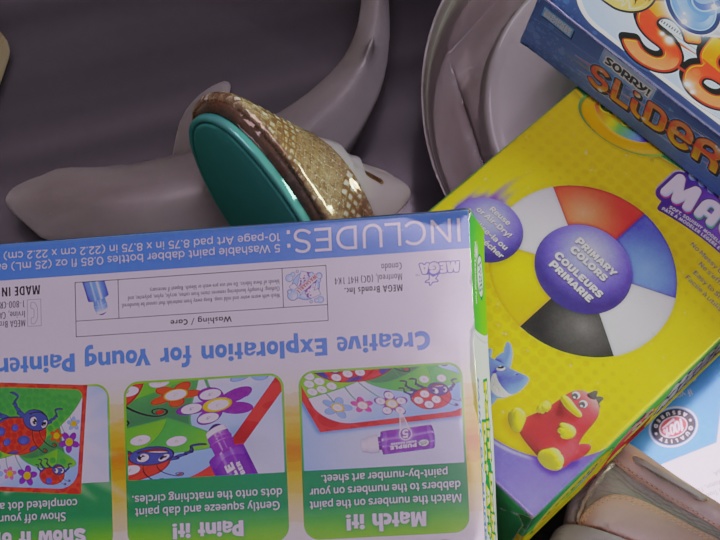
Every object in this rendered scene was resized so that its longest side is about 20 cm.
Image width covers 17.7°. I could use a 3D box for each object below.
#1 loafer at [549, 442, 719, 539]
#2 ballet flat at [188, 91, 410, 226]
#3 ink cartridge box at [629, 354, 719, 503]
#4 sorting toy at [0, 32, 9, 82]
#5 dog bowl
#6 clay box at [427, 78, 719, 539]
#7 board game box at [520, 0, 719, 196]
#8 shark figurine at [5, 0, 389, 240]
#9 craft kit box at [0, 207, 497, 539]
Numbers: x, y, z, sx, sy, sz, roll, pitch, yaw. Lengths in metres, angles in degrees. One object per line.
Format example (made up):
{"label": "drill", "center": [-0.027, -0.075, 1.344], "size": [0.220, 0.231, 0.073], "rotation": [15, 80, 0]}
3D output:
{"label": "loafer", "center": [0.170, 0.122, 0.869], "size": [0.200, 0.072, 0.063], "rotation": [21, 66, 12]}
{"label": "ballet flat", "center": [0.000, 0.000, 0.942], "size": [0.065, 0.070, 0.200], "rotation": [-40, 117, -25]}
{"label": "ink cartridge box", "center": [0.183, 0.125, 0.936], "size": [0.115, 0.068, 0.200], "rotation": [-20, 75, -5]}
{"label": "sorting toy", "center": [-0.237, -0.048, 0.920], "size": [0.070, 0.199, 0.200], "rotation": [12, 73, 19]}
{"label": "dog bowl", "center": [0.123, -0.065, 0.996], "size": [0.200, 0.059, 0.200], "rotation": [0, 73, -1]}
{"label": "clay box", "center": [0.086, 0.003, 0.898], "size": [0.115, 0.048, 0.200], "rotation": [43, 64, 13]}
{"label": "board game box", "center": [0.182, -0.077, 0.916], "size": [0.200, 0.034, 0.135], "rotation": [39, 61, 11]}
{"label": "shark figurine", "center": [-0.034, -0.067, 0.981], "size": [0.128, 0.090, 0.214], "rotation": [43, 79, 9]}
{"label": "craft kit box", "center": [-0.050, 0.084, 0.821], "size": [0.200, 0.049, 0.198], "rotation": [-3, 78, 9]}
